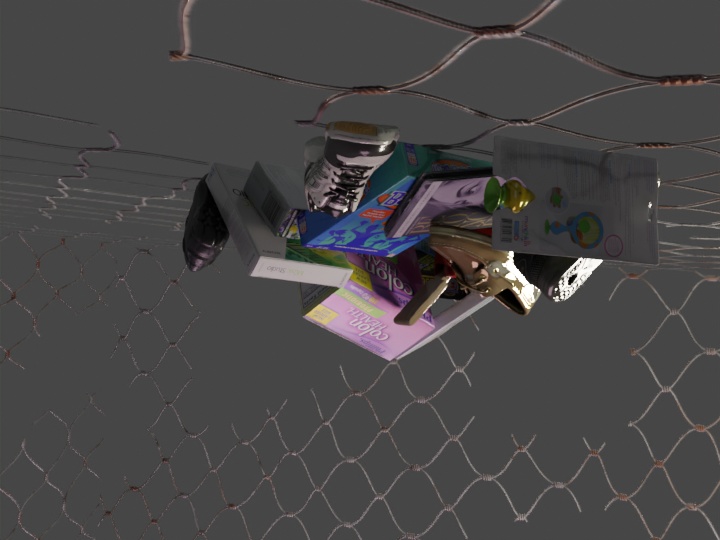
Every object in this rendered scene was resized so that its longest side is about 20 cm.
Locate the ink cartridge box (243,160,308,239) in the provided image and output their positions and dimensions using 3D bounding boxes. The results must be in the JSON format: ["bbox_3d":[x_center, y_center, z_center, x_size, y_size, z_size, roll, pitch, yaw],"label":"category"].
[{"bbox_3d":[-0.044,-0.084,1.171,0.199,0.050,0.109,6,-146,-40],"label":"ink cartridge box"}]

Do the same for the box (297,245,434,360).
[{"bbox_3d":[0.000,0.000,1.280,0.097,0.201,0.176,-38,131,27],"label":"box"}]

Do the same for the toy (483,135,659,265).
[{"bbox_3d":[0.217,-0.068,0.916,0.199,0.116,0.047,5,173,-23],"label":"toy"}]

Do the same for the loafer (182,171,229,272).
[{"bbox_3d":[-0.205,-0.071,1.194,0.068,0.071,0.201,26,-151,-15],"label":"loafer"}]

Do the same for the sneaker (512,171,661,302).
[{"bbox_3d":[0.247,-0.064,1.004,0.114,0.199,0.076,42,170,35],"label":"sneaker"}]

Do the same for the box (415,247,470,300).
[{"bbox_3d":[0.133,-0.003,1.480,0.160,0.045,0.200,7,-164,26],"label":"box"}]

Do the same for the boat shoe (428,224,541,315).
[{"bbox_3d":[0.153,0.002,1.053,0.200,0.067,0.074,24,171,-36],"label":"boat shoe"}]

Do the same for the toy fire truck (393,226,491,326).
[{"bbox_3d":[0.123,-0.023,1.169,0.128,0.201,0.176,4,178,-17],"label":"toy fire truck"}]

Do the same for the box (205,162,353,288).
[{"bbox_3d":[-0.109,-0.061,1.161,0.144,0.036,0.200,8,-142,-37],"label":"box"}]

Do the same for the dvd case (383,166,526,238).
[{"bbox_3d":[0.140,-0.080,1.005,0.199,0.016,0.149,-6,161,-18],"label":"dvd case"}]

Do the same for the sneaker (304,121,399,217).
[{"bbox_3d":[-0.011,-0.100,0.905,0.075,0.088,0.200,6,176,-14],"label":"sneaker"}]

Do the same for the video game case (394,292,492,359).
[{"bbox_3d":[0.155,0.062,1.342,0.200,0.024,0.182,-36,172,22],"label":"video game case"}]

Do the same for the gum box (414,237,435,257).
[{"bbox_3d":[0.205,-0.048,1.469,0.169,0.045,0.200,-8,-165,-20],"label":"gum box"}]

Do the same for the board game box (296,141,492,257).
[{"bbox_3d":[0.043,-0.078,1.049,0.152,0.045,0.200,5,155,-39],"label":"board game box"}]
